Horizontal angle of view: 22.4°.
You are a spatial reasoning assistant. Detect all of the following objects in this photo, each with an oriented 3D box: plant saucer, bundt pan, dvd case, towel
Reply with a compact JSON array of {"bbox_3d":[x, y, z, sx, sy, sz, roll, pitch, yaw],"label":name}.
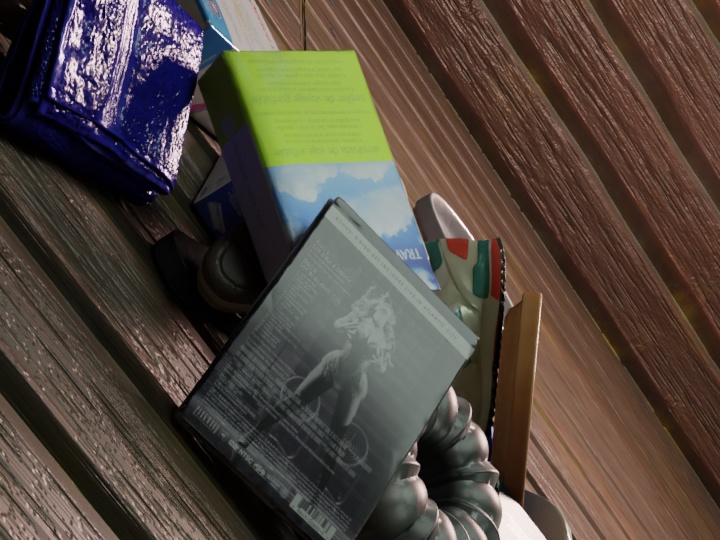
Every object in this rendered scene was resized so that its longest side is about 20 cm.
[{"bbox_3d":[0.129,0.118,1.527,0.200,0.032,0.202,5,90,-84],"label":"plant saucer"},{"bbox_3d":[0.038,0.152,1.316,0.202,0.075,0.203,39,40,-43],"label":"bundt pan"},{"bbox_3d":[-0.018,0.071,1.219,0.149,0.016,0.201,44,59,-16],"label":"dvd case"},{"bbox_3d":[-0.166,-0.137,1.234,0.200,0.049,0.149,37,66,-66],"label":"towel"}]

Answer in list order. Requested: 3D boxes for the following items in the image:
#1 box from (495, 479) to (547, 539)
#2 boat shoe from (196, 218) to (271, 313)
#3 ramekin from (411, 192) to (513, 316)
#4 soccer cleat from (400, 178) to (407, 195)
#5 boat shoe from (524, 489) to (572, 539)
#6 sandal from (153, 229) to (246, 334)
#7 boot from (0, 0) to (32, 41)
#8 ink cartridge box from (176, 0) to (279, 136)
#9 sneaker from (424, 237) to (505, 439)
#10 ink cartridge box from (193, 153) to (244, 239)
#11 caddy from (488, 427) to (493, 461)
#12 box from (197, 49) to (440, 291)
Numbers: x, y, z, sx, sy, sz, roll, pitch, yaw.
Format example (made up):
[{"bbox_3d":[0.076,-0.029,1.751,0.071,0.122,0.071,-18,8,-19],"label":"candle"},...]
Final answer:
[{"bbox_3d":[0.126,0.289,1.440,0.200,0.078,0.142,53,23,-28],"label":"box"},{"bbox_3d":[-0.050,-0.003,1.347,0.199,0.076,0.072,-17,77,-44],"label":"boat shoe"},{"bbox_3d":[0.085,0.028,1.942,0.201,0.105,0.200,56,11,-16],"label":"ramekin"},{"bbox_3d":[0.000,0.000,1.523,0.085,0.068,0.202,79,24,-72],"label":"soccer cleat"},{"bbox_3d":[0.153,0.247,1.669,0.072,0.070,0.201,57,-6,-21],"label":"boat shoe"},{"bbox_3d":[-0.088,0.016,1.374,0.077,0.043,0.200,63,12,20],"label":"sandal"},{"bbox_3d":[-0.199,-0.269,1.244,0.068,0.199,0.189,40,21,-55],"label":"boot"},{"bbox_3d":[-0.145,-0.212,1.628,0.200,0.084,0.145,36,25,-60],"label":"ink cartridge box"},{"bbox_3d":[0.071,0.068,1.533,0.070,0.092,0.202,65,31,-79],"label":"sneaker"},{"bbox_3d":[-0.088,-0.053,1.557,0.094,0.044,0.200,58,11,-12],"label":"ink cartridge box"},{"bbox_3d":[0.052,0.092,1.621,0.201,0.105,0.141,59,12,0],"label":"caddy"},{"bbox_3d":[-0.030,-0.063,1.312,0.121,0.048,0.201,-6,68,-37],"label":"box"}]
